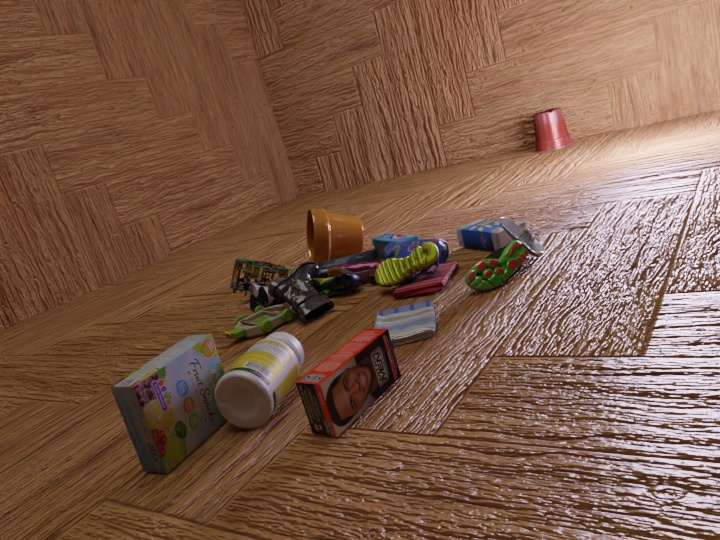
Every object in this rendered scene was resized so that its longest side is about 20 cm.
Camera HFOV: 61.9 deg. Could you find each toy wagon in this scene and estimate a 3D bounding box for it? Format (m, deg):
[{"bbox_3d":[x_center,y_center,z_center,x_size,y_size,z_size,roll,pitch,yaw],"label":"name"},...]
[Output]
[{"bbox_3d":[-0.281,0.143,1.628,0.199,0.040,0.154,-29,18,-36],"label":"toy wagon"}]

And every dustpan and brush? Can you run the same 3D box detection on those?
[{"bbox_3d":[0.441,-0.085,1.580,0.057,0.140,0.200,-47,-23,7],"label":"dustpan and brush"}]

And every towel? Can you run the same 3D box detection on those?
[{"bbox_3d":[0.176,0.024,1.595,0.143,0.023,0.200,-12,13,25],"label":"towel"},{"bbox_3d":[0.096,0.116,1.338,0.146,0.024,0.200,-13,15,10],"label":"towel"}]

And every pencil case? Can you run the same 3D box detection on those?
[{"bbox_3d":[0.162,-0.046,1.760,0.199,0.078,0.087,-2,58,42],"label":"pencil case"}]

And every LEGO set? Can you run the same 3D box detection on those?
[{"bbox_3d":[-0.328,0.036,1.961,0.153,0.117,0.200,16,7,28],"label":"LEGO set"}]

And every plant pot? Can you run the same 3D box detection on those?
[{"bbox_3d":[1.014,-0.756,3.203,0.199,0.197,0.201,-15,15,4],"label":"plant pot"},{"bbox_3d":[-0.090,-0.122,2.140,0.181,0.202,0.200,-3,11,-13],"label":"plant pot"}]

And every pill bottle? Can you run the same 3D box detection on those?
[{"bbox_3d":[-0.185,0.202,1.151,0.113,0.115,0.200,-11,15,19],"label":"pill bottle"}]

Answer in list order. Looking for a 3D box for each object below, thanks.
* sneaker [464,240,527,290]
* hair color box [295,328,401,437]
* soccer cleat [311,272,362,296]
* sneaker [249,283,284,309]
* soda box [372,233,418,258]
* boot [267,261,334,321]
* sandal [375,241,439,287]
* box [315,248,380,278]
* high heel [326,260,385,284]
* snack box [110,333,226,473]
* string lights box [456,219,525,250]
[{"bbox_3d":[0.326,-0.002,1.460,0.199,0.077,0.084,-27,-7,-31],"label":"sneaker"},{"bbox_3d":[-0.015,0.188,1.040,0.061,0.102,0.200,-4,20,40],"label":"hair color box"},{"bbox_3d":[-0.086,0.050,1.750,0.199,0.065,0.083,-13,-16,31],"label":"soccer cleat"},{"bbox_3d":[-0.279,0.083,1.819,0.086,0.081,0.200,3,3,-26],"label":"sneaker"},{"bbox_3d":[0.117,-0.075,1.934,0.064,0.068,0.200,-23,16,-24],"label":"soda box"},{"bbox_3d":[-0.137,0.062,1.646,0.173,0.070,0.199,28,44,31],"label":"boot"},{"bbox_3d":[0.131,-0.003,1.595,0.199,0.080,0.087,-21,-28,25],"label":"sandal"},{"bbox_3d":[-0.046,-0.006,1.892,0.198,0.051,0.158,-13,14,15],"label":"box"},{"bbox_3d":[0.000,0.000,1.785,0.198,0.068,0.096,9,35,28],"label":"high heel"},{"bbox_3d":[-0.328,0.233,1.084,0.067,0.170,0.200,-7,18,29],"label":"snack box"},{"bbox_3d":[0.384,-0.105,1.764,0.102,0.059,0.200,-22,15,-24],"label":"string lights box"}]
